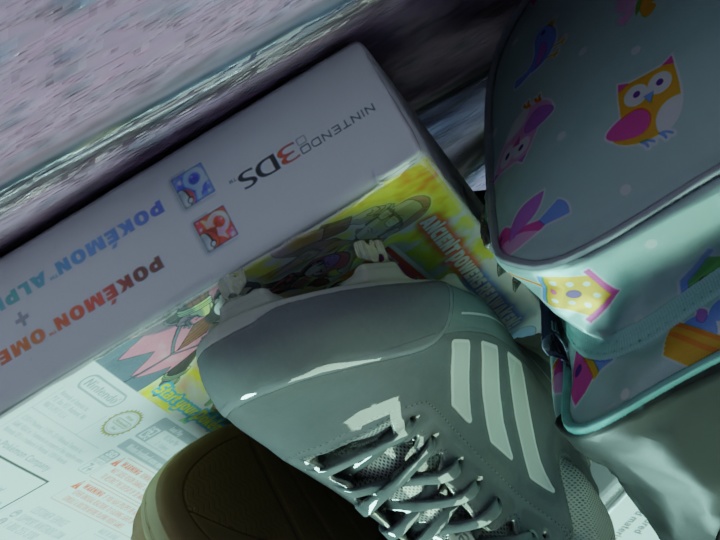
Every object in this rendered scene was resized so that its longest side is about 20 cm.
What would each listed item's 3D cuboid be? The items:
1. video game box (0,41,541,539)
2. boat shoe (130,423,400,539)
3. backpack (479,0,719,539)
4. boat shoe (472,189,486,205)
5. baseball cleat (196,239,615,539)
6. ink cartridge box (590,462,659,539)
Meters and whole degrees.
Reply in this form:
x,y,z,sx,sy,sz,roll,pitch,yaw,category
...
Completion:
x,y,z,sx,sy,sz,roll,pitch,yaw,category
-0.043,0.025,0.796,0.182,0.047,0.200,-29,160,5,video game box
-0.015,0.091,0.822,0.064,0.071,0.200,-38,160,22,boat shoe
0.123,-0.031,0.752,0.175,0.153,0.200,-33,-157,17,backpack
0.000,0.000,0.926,0.199,0.057,0.069,3,139,-46,boat shoe
0.027,0.058,0.748,0.070,0.107,0.200,-24,161,25,baseball cleat
0.170,0.041,0.913,0.199,0.148,0.086,16,139,-17,ink cartridge box
